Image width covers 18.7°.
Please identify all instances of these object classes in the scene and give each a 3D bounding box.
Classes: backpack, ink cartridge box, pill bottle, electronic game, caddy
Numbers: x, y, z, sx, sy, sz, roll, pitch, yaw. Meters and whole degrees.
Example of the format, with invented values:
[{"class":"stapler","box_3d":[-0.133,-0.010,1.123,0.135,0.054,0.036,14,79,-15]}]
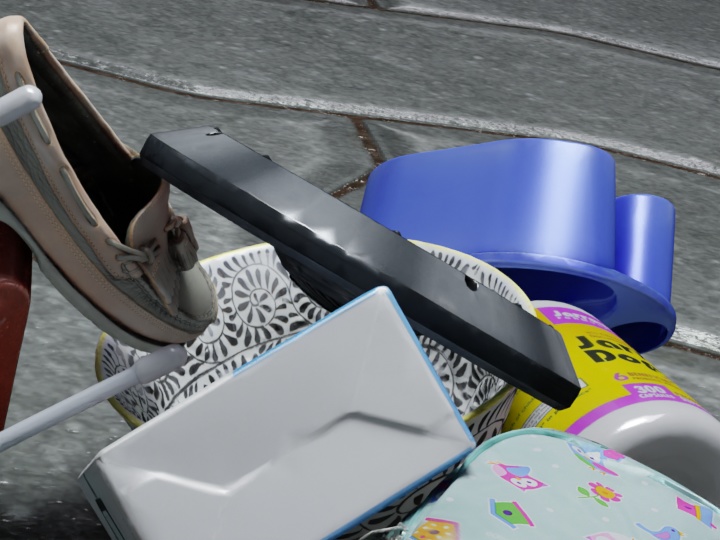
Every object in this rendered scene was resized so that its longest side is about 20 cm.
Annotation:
[{"class":"backpack","box_3d":[0.054,0.143,0.723,0.167,0.127,0.200,35,28,7]},{"class":"ink cartridge box","box_3d":[-0.038,0.072,0.811,0.116,0.067,0.200,-31,-2,-11]},{"class":"pill bottle","box_3d":[0.099,0.078,1.049,0.104,0.104,0.200,2,19,-21]},{"class":"electronic game","box_3d":[0.000,0.000,0.874,0.200,0.042,0.200,30,1,-1]},{"class":"caddy","box_3d":[0.081,0.005,1.204,0.200,0.105,0.141,-7,-27,39]}]

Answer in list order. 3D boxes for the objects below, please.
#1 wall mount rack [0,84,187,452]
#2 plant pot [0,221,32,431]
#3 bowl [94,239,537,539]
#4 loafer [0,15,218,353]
[{"class":"wall mount rack","box_3d":[-0.173,0.027,0.821,0.174,0.200,0.075,-35,13,-34]},{"class":"plant pot","box_3d":[-0.241,0.015,0.950,0.200,0.200,0.176,-1,32,-29]},{"class":"bowl","box_3d":[-0.016,0.070,0.999,0.201,0.094,0.201,-4,27,2]},{"class":"loafer","box_3d":[-0.110,-0.031,0.905,0.200,0.063,0.072,45,26,-44]}]
